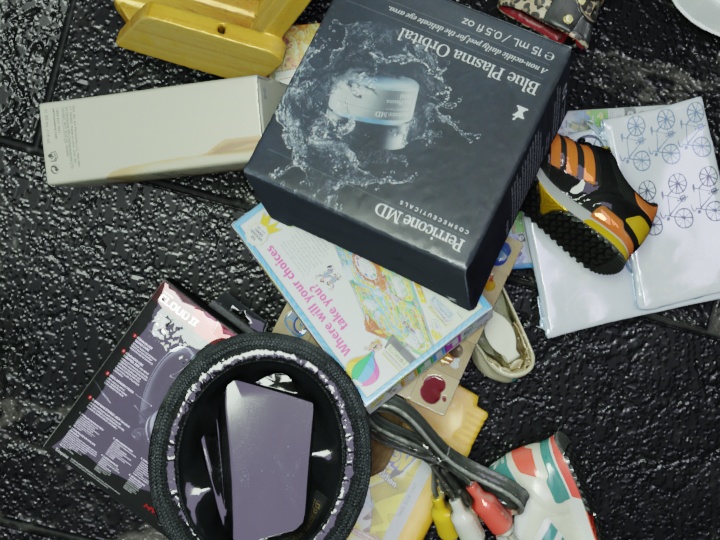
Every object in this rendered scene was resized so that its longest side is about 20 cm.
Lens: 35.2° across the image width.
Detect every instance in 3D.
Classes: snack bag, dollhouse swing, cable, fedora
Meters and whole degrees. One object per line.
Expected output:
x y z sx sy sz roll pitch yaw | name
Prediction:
0.244 -0.049 1.056 0.197 0.021 0.191 -12 92 -4 | snack bag
-0.104 -0.292 0.942 0.179 0.176 0.202 15 71 -4 | dollhouse swing
0.076 0.180 0.988 0.096 0.051 0.200 -14 130 33 | cable
-0.082 0.152 0.940 0.198 0.092 0.204 0 88 -3 | fedora

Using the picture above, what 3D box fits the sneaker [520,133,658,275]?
0.180 -0.092 1.018 0.200 0.070 0.090 45 66 2 | sneaker

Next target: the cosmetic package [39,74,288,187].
-0.162 -0.117 0.977 0.197 0.105 0.072 -5 92 15 | cosmetic package

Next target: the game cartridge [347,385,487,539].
0.002 0.170 1.053 0.175 0.032 0.202 28 89 -4 | game cartridge

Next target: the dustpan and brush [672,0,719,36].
0.316 -0.281 1.067 0.197 0.057 0.142 2 79 -10 | dustpan and brush

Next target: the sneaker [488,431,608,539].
0.180 0.255 1.058 0.092 0.070 0.202 -18 95 15 | sneaker

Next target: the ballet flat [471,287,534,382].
0.103 0.013 1.033 0.069 0.069 0.202 -29 98 -3 | ballet flat

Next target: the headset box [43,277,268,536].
-0.161 0.114 1.018 0.148 0.077 0.201 36 87 -4 | headset box

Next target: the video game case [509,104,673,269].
0.229 -0.080 1.074 0.197 0.018 0.145 -4 91 -4 | video game case

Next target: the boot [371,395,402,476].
0.006 0.087 1.021 0.075 0.073 0.203 18 82 -34 | boot

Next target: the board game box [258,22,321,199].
-0.003 -0.150 1.042 0.197 0.046 0.154 -7 91 -4 | board game box

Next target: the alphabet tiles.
0.040 0.001 0.987 0.166 0.008 0.202 24 76 12 | alphabet tiles

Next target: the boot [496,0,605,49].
0.230 -0.270 1.023 0.199 0.073 0.152 30 92 22 | boot

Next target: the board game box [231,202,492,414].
0.000 0.000 0.967 0.134 0.034 0.201 -36 72 -5 | board game box

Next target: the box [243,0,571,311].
0.043 -0.107 0.916 0.195 0.118 0.202 24 78 14 | box
